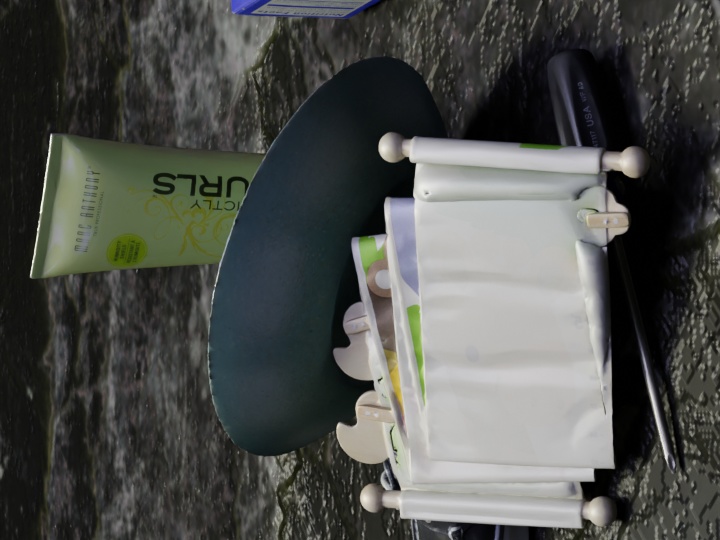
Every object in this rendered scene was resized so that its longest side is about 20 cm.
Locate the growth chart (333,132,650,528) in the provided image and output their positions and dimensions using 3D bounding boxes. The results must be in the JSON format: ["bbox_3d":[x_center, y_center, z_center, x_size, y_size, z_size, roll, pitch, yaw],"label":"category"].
[{"bbox_3d":[0.055,0.030,1.307,0.144,0.018,0.201,10,115,21],"label":"growth chart"}]

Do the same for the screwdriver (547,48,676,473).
[{"bbox_3d":[0.120,-0.006,1.306,0.028,0.029,0.200,-36,67,55],"label":"screwdriver"}]

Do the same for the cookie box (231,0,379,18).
[{"bbox_3d":[0.004,-0.233,1.456,0.200,0.075,0.172,-21,69,60],"label":"cookie box"}]

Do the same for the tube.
[{"bbox_3d":[-0.066,-0.030,1.454,0.052,0.200,0.058,-33,60,60],"label":"tube"}]

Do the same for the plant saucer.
[{"bbox_3d":[0.000,0.000,1.379,0.039,0.201,0.202,21,112,27],"label":"plant saucer"}]

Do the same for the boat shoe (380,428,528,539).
[{"bbox_3d":[0.041,0.093,1.390,0.072,0.068,0.201,28,114,59],"label":"boat shoe"}]
